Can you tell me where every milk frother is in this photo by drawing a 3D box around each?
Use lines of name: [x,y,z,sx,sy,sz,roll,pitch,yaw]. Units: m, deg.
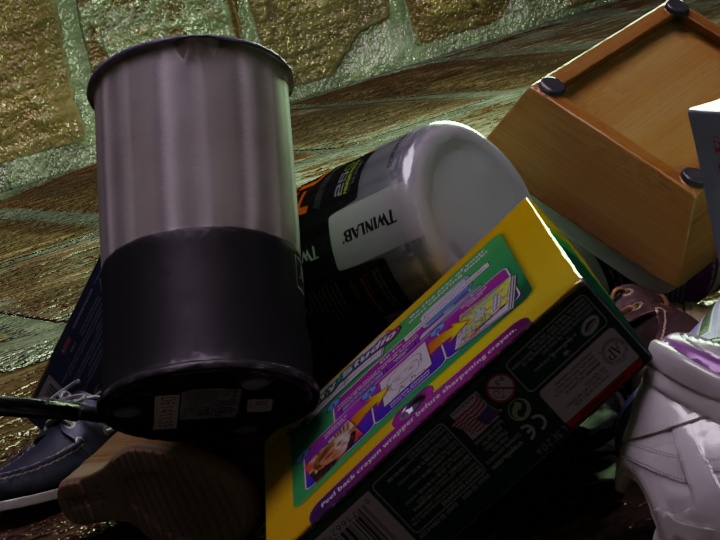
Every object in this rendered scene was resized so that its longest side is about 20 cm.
milk frother: [-0.135,-0.006,0.992,0.198,0.190,0.180,5,-25,-24]

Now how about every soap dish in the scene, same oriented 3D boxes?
soap dish: [0.194,-0.085,1.161,0.157,0.082,0.199,36,46,24]

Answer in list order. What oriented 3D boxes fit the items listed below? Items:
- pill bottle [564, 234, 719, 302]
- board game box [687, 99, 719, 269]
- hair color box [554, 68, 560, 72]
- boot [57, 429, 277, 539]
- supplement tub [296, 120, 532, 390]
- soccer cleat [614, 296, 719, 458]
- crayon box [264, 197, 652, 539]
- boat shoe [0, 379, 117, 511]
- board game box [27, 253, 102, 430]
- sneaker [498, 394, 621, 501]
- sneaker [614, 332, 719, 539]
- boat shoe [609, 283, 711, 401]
pill bottle: [0.159,-0.007,1.220,0.199,0.114,0.112,-26,16,-32]
board game box: [0.268,-0.006,0.893,0.198,0.202,0.041,-19,12,-20]
hair color box: [0.171,-0.066,1.344,0.099,0.201,0.061,-20,56,-27]
boot: [-0.071,0.103,1.090,0.165,0.073,0.199,-25,12,-36]
supplement tub: [0.000,0.000,1.099,0.199,0.124,0.122,-24,2,39]
soccer cleat: [0.198,0.036,0.933,0.199,0.069,0.073,-37,23,-15]
crayon box: [0.040,0.067,0.925,0.200,0.058,0.173,-43,12,8]
boat shoe: [-0.179,0.105,1.241,0.074,0.063,0.199,-1,17,46]
board game box: [-0.136,0.025,1.384,0.199,0.062,0.201,-28,-26,-52]
sneaker: [0.066,0.090,1.025,0.198,0.061,0.104,-3,12,33]
sneaker: [0.184,0.108,0.802,0.074,0.101,0.200,15,15,-34]
boat shoe: [0.158,0.045,1.041,0.071,0.073,0.200,22,14,8]
